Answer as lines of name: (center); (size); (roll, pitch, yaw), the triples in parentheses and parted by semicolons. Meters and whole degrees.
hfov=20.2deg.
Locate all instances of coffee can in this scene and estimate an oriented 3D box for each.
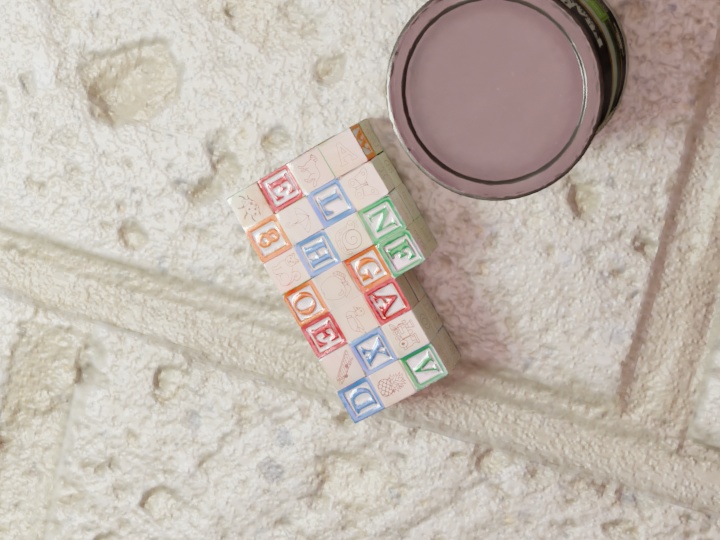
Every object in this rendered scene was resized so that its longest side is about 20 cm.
coffee can: (0.108, -0.137, 1.424); (0.146, 0.200, 0.147); (2, 102, 12)

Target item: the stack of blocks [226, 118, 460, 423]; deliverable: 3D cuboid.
stack of blocks: (0.000, 0.000, 1.549); (0.115, 0.059, 0.201); (-28, 94, 16)
